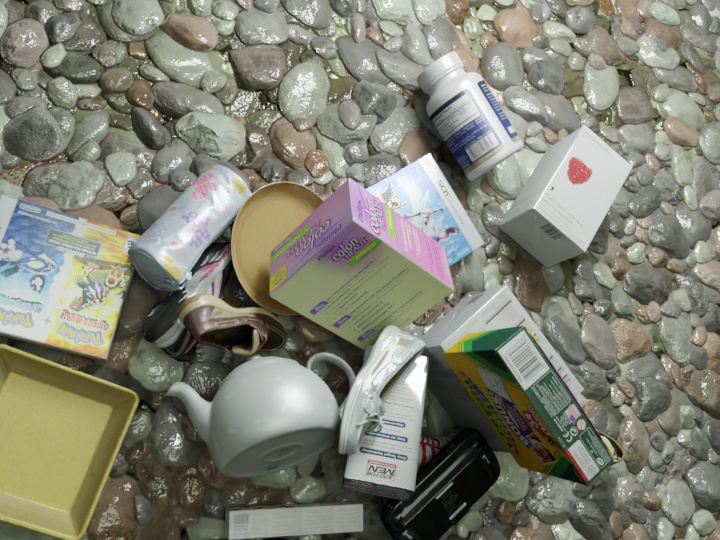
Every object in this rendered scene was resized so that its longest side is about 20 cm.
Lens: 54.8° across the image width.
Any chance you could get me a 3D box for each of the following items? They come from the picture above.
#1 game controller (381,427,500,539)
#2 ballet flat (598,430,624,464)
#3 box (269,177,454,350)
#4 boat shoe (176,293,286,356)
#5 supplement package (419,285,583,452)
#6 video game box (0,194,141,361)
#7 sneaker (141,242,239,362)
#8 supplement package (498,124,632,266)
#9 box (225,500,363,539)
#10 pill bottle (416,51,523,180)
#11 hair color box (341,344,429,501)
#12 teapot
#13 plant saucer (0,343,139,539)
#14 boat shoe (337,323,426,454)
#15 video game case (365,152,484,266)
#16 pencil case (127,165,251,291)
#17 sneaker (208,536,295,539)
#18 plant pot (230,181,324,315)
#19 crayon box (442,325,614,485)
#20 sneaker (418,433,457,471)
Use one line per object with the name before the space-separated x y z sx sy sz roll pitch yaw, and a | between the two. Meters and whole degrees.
game controller | 0.123 0.327 1.026 0.200 0.042 0.105 -38 118 -17
ballet flat | 0.358 0.273 1.158 0.199 0.072 0.068 30 71 -10
box | 0.000 0.000 0.999 0.199 0.176 0.097 32 33 -31
boat shoe | -0.166 0.092 0.966 0.072 0.200 0.072 -43 56 10
supplement package | 0.203 0.156 1.085 0.150 0.152 0.200 -38 93 -20
video game box | -0.423 0.012 0.958 0.199 0.047 0.184 17 76 -15
sneaker | -0.234 0.045 1.009 0.201 0.080 0.087 -58 138 -31
supplement package | 0.359 -0.129 1.219 0.121 0.120 0.201 38 69 -7
box | -0.094 0.359 1.000 0.198 0.039 0.042 3 79 -19
pill bottle | 0.182 -0.266 1.192 0.111 0.111 0.201 -32 90 -22
hair color box | 0.037 0.216 0.997 0.099 0.061 0.201 11 57 0
teapot | -0.125 0.185 0.963 0.197 0.200 0.147 -30 60 16
plant saucer | -0.422 0.224 0.910 0.199 0.048 0.201 23 72 -14
boat shoe | 0.026 0.164 0.950 0.064 0.075 0.203 21 52 12
video game case | 0.080 -0.071 1.150 0.199 0.045 0.182 -32 89 -22
pencil case | -0.241 -0.063 0.998 0.090 0.083 0.201 20 56 19
sneaker | -0.169 0.401 0.938 0.198 0.087 0.075 -6 80 -20
plant pot | -0.113 -0.033 1.055 0.199 0.027 0.202 3 85 -38
crayon box | 0.212 0.174 0.912 0.058 0.172 0.201 -35 91 -18
sneaker | 0.107 0.272 1.072 0.200 0.071 0.113 45 72 -14
